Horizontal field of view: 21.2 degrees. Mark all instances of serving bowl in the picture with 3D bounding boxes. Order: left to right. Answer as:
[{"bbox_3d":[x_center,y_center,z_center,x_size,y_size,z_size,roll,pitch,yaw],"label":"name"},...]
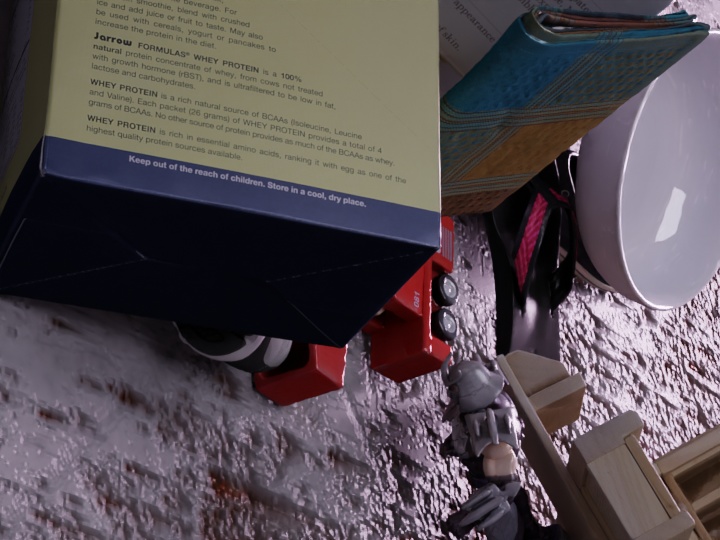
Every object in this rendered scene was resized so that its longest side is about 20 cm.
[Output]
[{"bbox_3d":[0.207,-0.076,1.357,0.200,0.066,0.201,-23,120,-47],"label":"serving bowl"}]

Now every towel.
[{"bbox_3d":[0.081,-0.083,1.062,0.146,0.200,0.022,-7,66,-43],"label":"towel"}]

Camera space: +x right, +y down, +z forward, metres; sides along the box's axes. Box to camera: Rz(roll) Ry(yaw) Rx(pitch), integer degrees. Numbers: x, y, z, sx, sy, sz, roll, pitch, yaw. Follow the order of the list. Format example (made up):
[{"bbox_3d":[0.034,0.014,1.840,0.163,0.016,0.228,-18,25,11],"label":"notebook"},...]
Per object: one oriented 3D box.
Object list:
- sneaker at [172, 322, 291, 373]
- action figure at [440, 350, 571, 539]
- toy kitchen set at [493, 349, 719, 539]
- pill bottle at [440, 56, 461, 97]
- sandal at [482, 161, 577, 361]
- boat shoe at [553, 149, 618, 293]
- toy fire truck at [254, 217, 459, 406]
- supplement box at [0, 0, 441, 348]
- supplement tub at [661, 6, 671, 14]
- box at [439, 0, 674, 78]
[{"bbox_3d":[-0.071,-0.036,1.088,0.079,0.074,0.201,47,38,-60],"label":"sneaker"},{"bbox_3d":[0.083,0.137,1.185,0.130,0.069,0.201,-74,149,-61],"label":"action figure"},{"bbox_3d":[0.200,0.100,1.246,0.164,0.180,0.200,60,-9,20],"label":"toy kitchen set"},{"bbox_3d":[0.021,-0.155,1.194,0.200,0.111,0.112,45,41,-15],"label":"pill bottle"},{"bbox_3d":[0.124,-0.006,1.317,0.075,0.045,0.201,-3,89,-42],"label":"sandal"},{"bbox_3d":[0.179,-0.037,1.435,0.200,0.062,0.075,30,50,-46],"label":"boat shoe"},{"bbox_3d":[0.000,0.000,1.177,0.141,0.049,0.201,32,50,-42],"label":"toy fire truck"},{"bbox_3d":[-0.074,-0.090,0.973,0.199,0.134,0.201,10,63,-20],"label":"supplement box"},{"bbox_3d":[0.162,-0.195,1.387,0.200,0.122,0.123,38,40,-77],"label":"supplement tub"},{"bbox_3d":[0.082,-0.231,1.116,0.200,0.131,0.199,44,33,-17],"label":"box"}]
